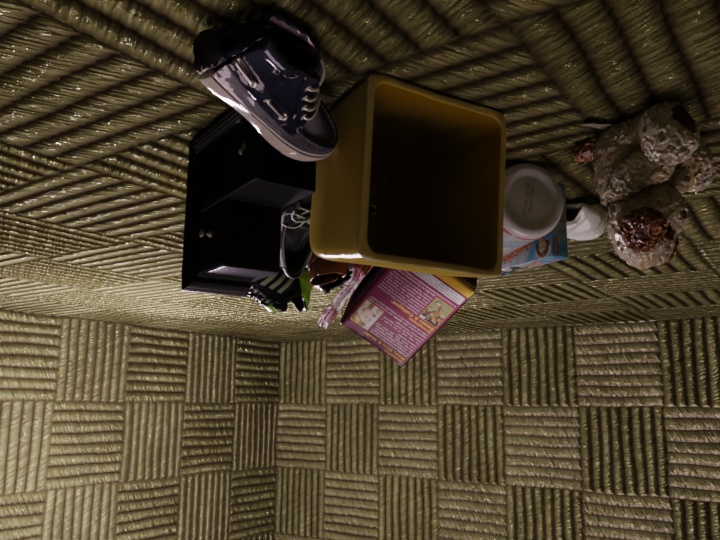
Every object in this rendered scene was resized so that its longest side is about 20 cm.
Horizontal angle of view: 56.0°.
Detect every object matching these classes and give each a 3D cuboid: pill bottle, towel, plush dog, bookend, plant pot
[{"bbox_3d":[0.216,-0.082,1.036,0.108,0.110,0.200,3,169,-13],"label":"pill bottle"},{"bbox_3d":[0.000,0.000,1.069,0.023,0.144,0.200,36,144,0],"label":"towel"},{"bbox_3d":[0.342,-0.088,0.829,0.159,0.174,0.199,-6,168,33],"label":"plush dog"},{"bbox_3d":[-0.134,-0.082,0.818,0.091,0.202,0.198,8,168,-35],"label":"bookend"},{"bbox_3d":[0.033,-0.091,0.816,0.194,0.196,0.199,7,172,-32],"label":"plant pot"}]

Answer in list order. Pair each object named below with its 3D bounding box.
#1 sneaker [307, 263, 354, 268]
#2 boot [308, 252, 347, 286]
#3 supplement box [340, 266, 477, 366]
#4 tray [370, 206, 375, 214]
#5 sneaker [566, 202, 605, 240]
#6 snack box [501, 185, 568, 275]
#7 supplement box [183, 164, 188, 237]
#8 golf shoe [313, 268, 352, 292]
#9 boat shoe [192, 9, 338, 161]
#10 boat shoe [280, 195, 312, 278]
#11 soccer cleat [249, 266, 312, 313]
[{"bbox_3d":[-0.082,-0.049,1.194,0.198,0.089,0.081,-5,145,22],"label":"sneaker"},{"bbox_3d":[-0.068,-0.052,1.080,0.073,0.156,0.200,4,168,-20],"label":"boot"},{"bbox_3d":[0.079,0.033,1.082,0.130,0.103,0.200,35,124,-9],"label":"supplement box"},{"bbox_3d":[0.101,-0.033,1.122,0.098,0.037,0.201,-18,116,31],"label":"tray"},{"bbox_3d":[0.316,-0.082,1.176,0.199,0.076,0.088,-17,147,41],"label":"sneaker"},{"bbox_3d":[0.261,-0.060,1.125,0.037,0.117,0.200,6,167,-25],"label":"snack box"},{"bbox_3d":[-0.185,-0.082,1.048,0.108,0.110,0.200,-1,169,7],"label":"supplement box"},{"bbox_3d":[0.002,-0.022,1.230,0.199,0.092,0.073,-32,122,1],"label":"golf shoe"},{"bbox_3d":[-0.062,-0.171,0.660,0.092,0.075,0.199,-6,161,34],"label":"boat shoe"},{"bbox_3d":[-0.084,-0.075,0.967,0.074,0.062,0.201,2,132,-27],"label":"boat shoe"},{"bbox_3d":[-0.155,0.026,1.107,0.067,0.082,0.199,-9,166,43],"label":"soccer cleat"}]
